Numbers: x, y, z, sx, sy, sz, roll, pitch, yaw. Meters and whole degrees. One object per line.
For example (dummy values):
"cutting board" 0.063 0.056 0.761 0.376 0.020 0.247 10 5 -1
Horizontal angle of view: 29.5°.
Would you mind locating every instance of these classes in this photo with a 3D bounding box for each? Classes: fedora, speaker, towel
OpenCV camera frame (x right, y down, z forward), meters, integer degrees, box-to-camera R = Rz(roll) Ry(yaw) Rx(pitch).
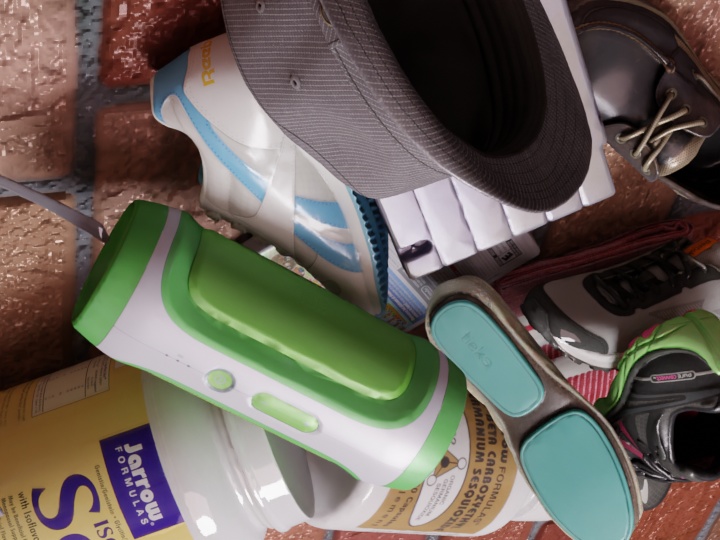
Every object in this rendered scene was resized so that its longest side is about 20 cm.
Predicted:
"fedora" 0.008 -0.102 0.594 0.090 0.177 0.200 -25 103 34
"speaker" -0.046 0.041 0.718 0.200 0.089 0.089 28 123 -15
"towel" 0.159 0.049 0.982 0.143 0.023 0.200 -15 141 -10

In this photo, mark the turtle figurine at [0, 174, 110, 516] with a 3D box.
"turtle figurine" -0.230 -0.022 0.623 0.144 0.200 0.194 -54 138 -15

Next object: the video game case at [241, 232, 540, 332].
"video game case" 0.000 0.000 0.852 0.200 0.018 0.143 -31 141 10

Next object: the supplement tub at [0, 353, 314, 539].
"supplement tub" -0.141 0.121 0.812 0.199 0.146 0.146 -20 141 4

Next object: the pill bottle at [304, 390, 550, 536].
"pill bottle" 0.053 0.118 0.910 0.199 0.115 0.114 11 131 -37

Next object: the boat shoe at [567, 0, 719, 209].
"boat shoe" 0.175 -0.093 0.784 0.200 0.073 0.074 22 124 -40

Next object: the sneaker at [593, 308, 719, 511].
"sneaker" 0.191 0.108 0.866 0.076 0.084 0.200 -18 148 -14

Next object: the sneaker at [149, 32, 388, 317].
"sneaker" -0.039 -0.047 0.735 0.080 0.077 0.200 -16 132 15

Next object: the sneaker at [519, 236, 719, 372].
"sneaker" 0.188 0.013 0.889 0.199 0.074 0.080 -5 130 -32

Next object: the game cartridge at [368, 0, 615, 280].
"game cartridge" 0.049 -0.103 0.702 0.129 0.038 0.200 -25 121 -3

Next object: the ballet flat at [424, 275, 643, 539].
"ballet flat" 0.115 0.084 0.858 0.067 0.062 0.200 -32 96 21
